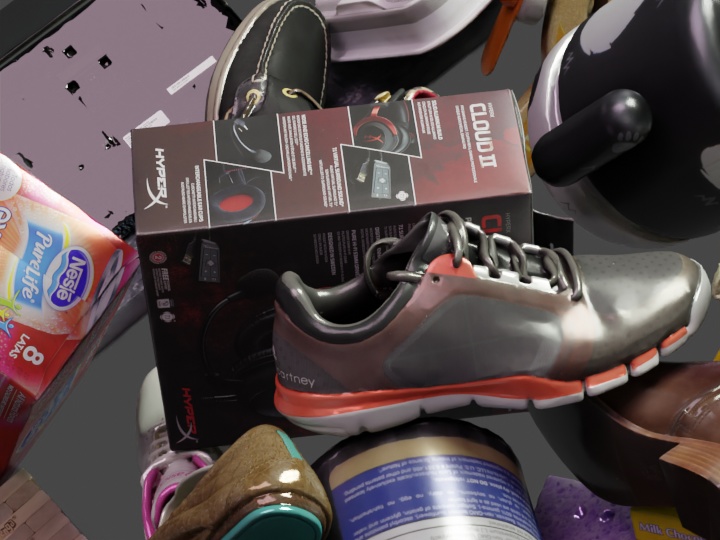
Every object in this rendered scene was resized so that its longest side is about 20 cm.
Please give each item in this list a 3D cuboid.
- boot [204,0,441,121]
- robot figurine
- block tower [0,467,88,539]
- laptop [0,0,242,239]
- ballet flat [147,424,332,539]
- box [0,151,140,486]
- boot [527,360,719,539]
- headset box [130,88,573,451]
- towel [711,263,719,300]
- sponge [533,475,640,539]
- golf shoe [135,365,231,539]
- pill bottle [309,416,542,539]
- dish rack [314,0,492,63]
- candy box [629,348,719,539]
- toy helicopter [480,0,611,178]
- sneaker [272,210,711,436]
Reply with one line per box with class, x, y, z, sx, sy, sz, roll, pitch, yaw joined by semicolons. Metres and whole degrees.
boot;-0.016;-0.067;1.451;0.150;0.073;0.201;-14;48;42
robot figurine;0.165;-0.087;1.316;0.200;0.150;0.125;-30;47;53
block tower;-0.128;0.173;1.344;0.058;0.054;0.200;-41;49;-13
laptop;-0.157;-0.102;1.616;0.177;0.103;0.200;-38;73;-10
ballet flat;-0.086;0.139;1.237;0.200;0.068;0.072;-49;33;29
box;-0.186;0.030;1.380;0.100;0.200;0.096;35;67;-1
boot;0.192;0.037;1.260;0.200;0.064;0.186;-32;36;-21
headset box;0.000;0.000;1.298;0.199;0.149;0.075;-6;45;-2
towel;0.245;-0.043;1.239;0.148;0.200;0.037;-33;83;32
sponge;0.154;0.161;1.249;0.199;0.030;0.112;10;57;29
golf shoe;-0.074;0.105;1.353;0.075;0.092;0.200;-28;46;4
pill bottle;0.037;0.172;1.198;0.111;0.112;0.200;-20;51;7
dish rack;0.060;-0.196;1.526;0.200;0.044;0.171;-48;21;-17
candy box;0.210;0.057;1.293;0.102;0.026;0.200;11;48;28
toy helicopter;0.102;-0.100;1.434;0.200;0.132;0.079;-48;18;4
sneaker;0.055;0.013;1.215;0.199;0.082;0.077;-14;23;-6
